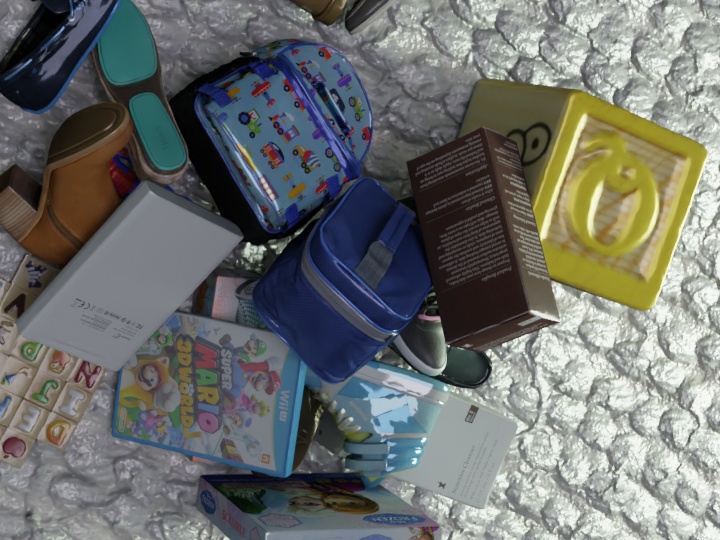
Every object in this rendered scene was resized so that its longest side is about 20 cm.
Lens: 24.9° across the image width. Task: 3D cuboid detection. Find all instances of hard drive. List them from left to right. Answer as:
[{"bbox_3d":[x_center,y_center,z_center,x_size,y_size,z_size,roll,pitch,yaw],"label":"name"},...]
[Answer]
[{"bbox_3d":[-0.226,0.009,1.605,0.200,0.026,0.132,-46,138,16],"label":"hard drive"}]

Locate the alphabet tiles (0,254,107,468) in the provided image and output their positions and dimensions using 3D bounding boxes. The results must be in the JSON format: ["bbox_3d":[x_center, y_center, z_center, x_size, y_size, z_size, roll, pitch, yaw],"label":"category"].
[{"bbox_3d":[-0.341,0.093,1.650,0.166,0.006,0.201,29,87,-27],"label":"alphabet tiles"}]

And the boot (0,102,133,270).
[{"bbox_3d":[-0.251,-0.064,1.580,0.200,0.077,0.155,-35,120,25],"label":"boot"}]

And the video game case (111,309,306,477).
[{"bbox_3d":[-0.155,0.120,1.662,0.199,0.018,0.144,11,97,18],"label":"video game case"}]

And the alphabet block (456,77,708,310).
[{"bbox_3d":[0.220,-0.086,1.772,0.196,0.200,0.196,17,93,-27],"label":"alphabet block"}]

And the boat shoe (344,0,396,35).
[{"bbox_3d":[0.042,-0.329,1.721,0.057,0.067,0.200,47,74,-9],"label":"boat shoe"}]

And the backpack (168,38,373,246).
[{"bbox_3d":[-0.069,-0.145,1.653,0.200,0.134,0.183,-33,100,-26],"label":"backpack"}]

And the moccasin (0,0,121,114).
[{"bbox_3d":[-0.283,-0.247,1.567,0.068,0.080,0.201,29,86,-38],"label":"moccasin"}]

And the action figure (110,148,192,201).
[{"bbox_3d":[-0.220,-0.078,1.653,0.200,0.052,0.066,34,89,-24],"label":"action figure"}]

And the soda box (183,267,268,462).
[{"bbox_3d":[-0.143,0.100,1.713,0.068,0.064,0.201,4,99,-26],"label":"soda box"}]

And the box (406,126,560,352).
[{"bbox_3d":[0.122,-0.030,1.629,0.075,0.100,0.201,18,56,-52],"label":"box"}]

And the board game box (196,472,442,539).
[{"bbox_3d":[-0.046,0.259,1.714,0.199,0.199,0.041,2,99,-26],"label":"board game box"}]

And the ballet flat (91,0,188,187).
[{"bbox_3d":[-0.225,-0.171,1.610,0.068,0.067,0.201,-11,74,-22],"label":"ballet flat"}]

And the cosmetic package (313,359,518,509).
[{"bbox_3d":[0.062,0.178,1.815,0.199,0.081,0.113,21,91,-27],"label":"cosmetic package"}]

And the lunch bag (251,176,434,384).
[{"bbox_3d":[0.000,0.000,1.634,0.136,0.200,0.132,45,121,-8],"label":"lunch bag"}]

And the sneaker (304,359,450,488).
[{"bbox_3d":[-0.014,0.153,1.697,0.199,0.080,0.131,16,90,-10],"label":"sneaker"}]

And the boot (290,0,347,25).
[{"bbox_3d":[-0.076,-0.363,1.654,0.199,0.066,0.176,27,88,-26],"label":"boot"}]

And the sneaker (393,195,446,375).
[{"bbox_3d":[0.072,0.005,1.727,0.070,0.099,0.201,4,66,-38],"label":"sneaker"}]

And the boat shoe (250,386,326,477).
[{"bbox_3d":[-0.066,0.134,1.752,0.072,0.066,0.201,38,60,-17],"label":"boat shoe"}]

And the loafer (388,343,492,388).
[{"bbox_3d":[0.072,0.077,1.806,0.200,0.070,0.068,33,86,-27],"label":"loafer"}]
